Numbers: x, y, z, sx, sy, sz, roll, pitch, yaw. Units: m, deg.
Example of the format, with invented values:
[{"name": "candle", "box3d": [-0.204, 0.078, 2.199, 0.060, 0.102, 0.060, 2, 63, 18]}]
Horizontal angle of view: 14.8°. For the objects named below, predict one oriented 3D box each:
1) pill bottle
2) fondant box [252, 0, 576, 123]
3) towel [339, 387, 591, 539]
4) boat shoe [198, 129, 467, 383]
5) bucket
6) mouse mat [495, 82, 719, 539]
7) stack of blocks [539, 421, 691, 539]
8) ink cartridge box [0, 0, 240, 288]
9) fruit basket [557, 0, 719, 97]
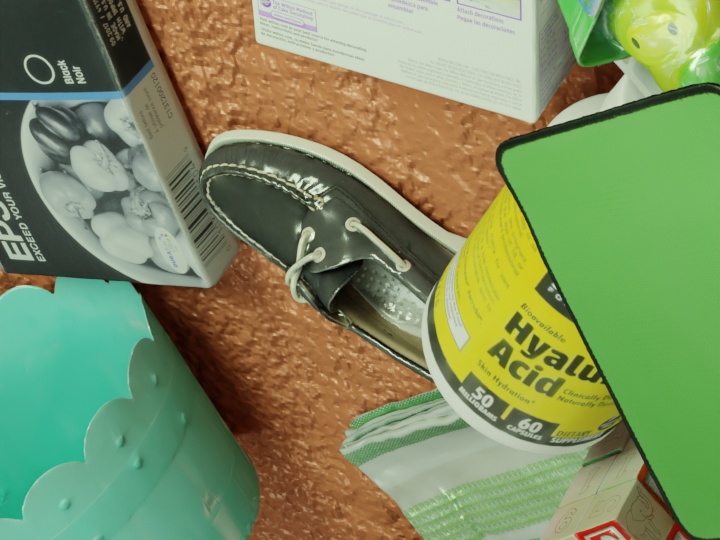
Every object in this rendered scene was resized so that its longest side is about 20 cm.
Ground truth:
[{"name": "pill bottle", "box3d": [0.111, -0.010, 1.245, 0.111, 0.111, 0.200, 35, 140, 2]}, {"name": "fondant box", "box3d": [0.021, -0.172, 1.192, 0.144, 0.058, 0.200, 18, 138, 21]}, {"name": "towel", "box3d": [0.095, 0.141, 1.471, 0.149, 0.031, 0.200, -22, 114, 47]}, {"name": "boat shoe", "box3d": [0.000, 0.000, 1.375, 0.200, 0.060, 0.074, 32, 142, 6]}, {"name": "bucket", "box3d": [-0.164, 0.115, 1.505, 0.207, 0.207, 0.135, -7, 131, 40]}, {"name": "mouse mat", "box3d": [0.141, 0.023, 1.129, 0.161, 0.008, 0.200, -13, 106, 56]}, {"name": "stack of blocks", "box3d": [0.143, 0.154, 1.314, 0.115, 0.200, 0.059, 47, 140, -15]}, {"name": "ink cartridge box", "box3d": [-0.181, -0.082, 1.441, 0.200, 0.043, 0.198, 4, 131, 35]}, {"name": "fruit basket", "box3d": [0.149, -0.108, 1.073, 0.200, 0.094, 0.185, 61, 148, 33]}]
